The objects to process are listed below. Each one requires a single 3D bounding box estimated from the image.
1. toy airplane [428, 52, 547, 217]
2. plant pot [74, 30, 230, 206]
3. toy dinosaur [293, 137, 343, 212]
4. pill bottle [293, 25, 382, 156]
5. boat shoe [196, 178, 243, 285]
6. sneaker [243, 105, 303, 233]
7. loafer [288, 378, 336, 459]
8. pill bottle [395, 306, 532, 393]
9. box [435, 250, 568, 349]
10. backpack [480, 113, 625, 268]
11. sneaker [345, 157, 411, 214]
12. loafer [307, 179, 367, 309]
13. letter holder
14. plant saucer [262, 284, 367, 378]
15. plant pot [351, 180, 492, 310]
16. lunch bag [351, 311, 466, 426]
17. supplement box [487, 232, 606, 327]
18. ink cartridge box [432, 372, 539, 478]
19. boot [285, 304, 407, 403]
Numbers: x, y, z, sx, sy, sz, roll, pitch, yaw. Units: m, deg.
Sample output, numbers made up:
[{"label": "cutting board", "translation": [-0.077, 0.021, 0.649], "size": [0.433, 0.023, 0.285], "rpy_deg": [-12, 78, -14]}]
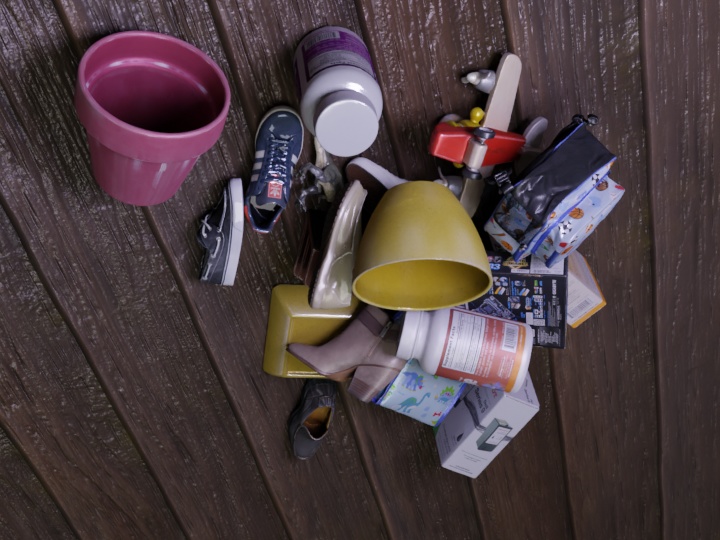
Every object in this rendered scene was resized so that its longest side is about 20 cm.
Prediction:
[{"label": "toy airplane", "translation": [0.180, -0.196, 1.436], "size": [0.200, 0.141, 0.199], "rpy_deg": [-48, 143, -14]}, {"label": "plant pot", "translation": [-0.292, -0.194, 1.322], "size": [0.198, 0.201, 0.179], "rpy_deg": [9, 141, -16]}, {"label": "toy dinosaur", "translation": [-0.061, -0.140, 1.468], "size": [0.088, 0.047, 0.201], "rpy_deg": [-33, 126, -29]}, {"label": "pill bottle", "translation": [-0.030, -0.240, 1.308], "size": [0.111, 0.201, 0.113], "rpy_deg": [-4, 129, -6]}, {"label": "boat shoe", "translation": [-0.221, -0.058, 1.506], "size": [0.067, 0.072, 0.201], "rpy_deg": [3, 134, -14]}, {"label": "sneaker", "translation": [-0.127, -0.143, 1.441], "size": [0.074, 0.085, 0.201], "rpy_deg": [6, 126, -14]}, {"label": "loafer", "translation": [-0.091, 0.285, 1.787], "size": [0.072, 0.073, 0.201], "rpy_deg": [4, 127, -13]}, {"label": "pill bottle", "translation": [0.159, 0.116, 1.508], "size": [0.198, 0.113, 0.113], "rpy_deg": [13, 126, 1]}, {"label": "box", "translation": [0.226, 0.047, 1.527], "size": [0.197, 0.050, 0.201], "rpy_deg": [4, 143, 15]}, {"label": "backpack", "translation": [0.269, -0.097, 1.385], "size": [0.199, 0.155, 0.191], "rpy_deg": [-35, 175, -21]}, {"label": "sneaker", "translation": [0.064, -0.116, 1.517], "size": [0.200, 0.085, 0.073], "rpy_deg": [42, 142, -13]}, {"label": "loafer", "translation": [-0.023, -0.034, 1.440], "size": [0.068, 0.076, 0.202], "rpy_deg": [17, 91, -14]}, {"label": "letter holder", "translation": [0.000, 0.000, 1.565], "size": [0.198, 0.101, 0.143], "rpy_deg": [7, 128, -14]}, {"label": "plant saucer", "translation": [-0.062, 0.120, 1.680], "size": [0.198, 0.049, 0.201], "rpy_deg": [2, 127, -12]}, {"label": "plant pot", "translation": [0.086, -0.042, 1.388], "size": [0.198, 0.143, 0.200], "rpy_deg": [-1, 157, 0]}, {"label": "lunch bag", "translation": [0.110, 0.151, 1.675], "size": [0.170, 0.127, 0.201], "rpy_deg": [28, 97, -42]}, {"label": "supplement box", "translation": [0.302, -0.011, 1.588], "size": [0.073, 0.126, 0.200], "rpy_deg": [-40, 123, 23]}, {"label": "ink cartridge box", "translation": [0.222, 0.254, 1.768], "size": [0.084, 0.146, 0.200], "rpy_deg": [23, 120, -23]}, {"label": "boot", "translation": [-0.012, 0.119, 1.602], "size": [0.147, 0.199, 0.070], "rpy_deg": [-61, 158, -1]}]
